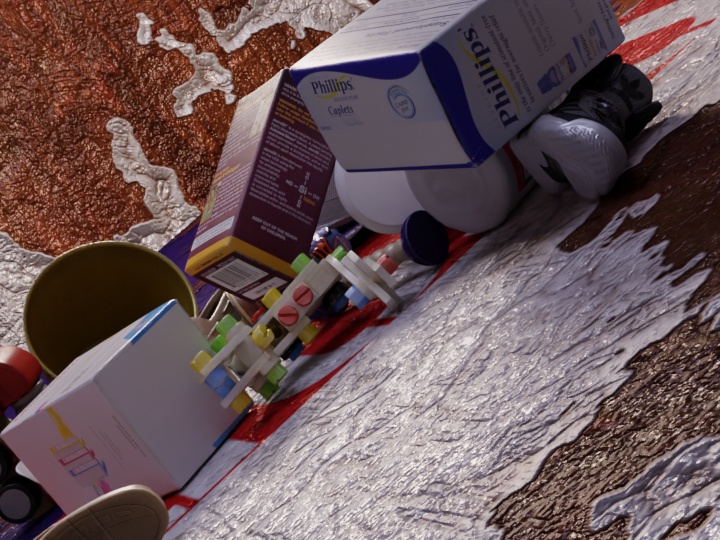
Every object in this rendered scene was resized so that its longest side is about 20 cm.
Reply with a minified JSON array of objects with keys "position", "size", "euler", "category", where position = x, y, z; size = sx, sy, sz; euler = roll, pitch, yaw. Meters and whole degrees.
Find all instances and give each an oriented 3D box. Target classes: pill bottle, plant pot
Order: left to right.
[{"position":[-0.289,0.088,1.821],"size":[0.200,0.199,0.143],"euler":[-44,-18,-27],"category":"plant pot"},{"position":[0.032,-0.095,1.525],"size":[0.115,0.116,0.200],"euler":[-38,2,4],"category":"pill bottle"},{"position":[0.131,-0.132,1.410],"size":[0.110,0.111,0.200],"euler":[-28,15,48],"category":"pill bottle"}]

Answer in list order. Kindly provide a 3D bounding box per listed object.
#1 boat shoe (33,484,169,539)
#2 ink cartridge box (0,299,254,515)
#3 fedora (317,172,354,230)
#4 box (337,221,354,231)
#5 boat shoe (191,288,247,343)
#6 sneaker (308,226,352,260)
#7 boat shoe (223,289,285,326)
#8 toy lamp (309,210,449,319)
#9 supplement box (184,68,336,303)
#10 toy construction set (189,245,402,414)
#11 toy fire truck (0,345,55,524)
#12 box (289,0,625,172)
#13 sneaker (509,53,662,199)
[{"position":[-0.231,0.228,1.229],"size":[0.199,0.074,0.069],"euler":[-38,15,10],"category":"boat shoe"},{"position":[-0.222,0.140,1.439],"size":[0.199,0.126,0.129],"euler":[-29,13,45],"category":"ink cartridge box"},{"position":[-0.028,-0.105,1.795],"size":[0.198,0.091,0.177],"euler":[-23,9,-3],"category":"fedora"},{"position":[-0.008,-0.101,2.009],"size":[0.142,0.036,0.200],"euler":[-32,13,30],"category":"box"},{"position":[-0.181,0.085,1.713],"size":[0.072,0.065,0.200],"euler":[-30,13,40],"category":"boat shoe"},{"position":[-0.046,-0.011,1.639],"size":[0.078,0.076,0.200],"euler":[-35,12,3],"category":"sneaker"},{"position":[-0.105,0.011,1.750],"size":[0.067,0.072,0.200],"euler":[-38,7,12],"category":"boat shoe"},{"position":[0.000,0.000,1.457],"size":[0.199,0.058,0.058],"euler":[-29,13,46],"category":"toy lamp"},{"position":[-0.091,-0.083,1.549],"size":[0.110,0.085,0.202],"euler":[-24,45,57],"category":"supplement box"},{"position":[-0.057,0.040,1.379],"size":[0.199,0.093,0.131],"euler":[-34,-6,0],"category":"toy construction set"},{"position":[-0.342,0.153,1.676],"size":[0.199,0.177,0.129],"euler":[-36,9,11],"category":"toy fire truck"},{"position":[0.078,-0.176,1.275],"size":[0.200,0.106,0.183],"euler":[-39,23,-28],"category":"box"},{"position":[0.190,-0.120,1.235],"size":[0.114,0.076,0.200],"euler":[-42,7,-5],"category":"sneaker"}]
